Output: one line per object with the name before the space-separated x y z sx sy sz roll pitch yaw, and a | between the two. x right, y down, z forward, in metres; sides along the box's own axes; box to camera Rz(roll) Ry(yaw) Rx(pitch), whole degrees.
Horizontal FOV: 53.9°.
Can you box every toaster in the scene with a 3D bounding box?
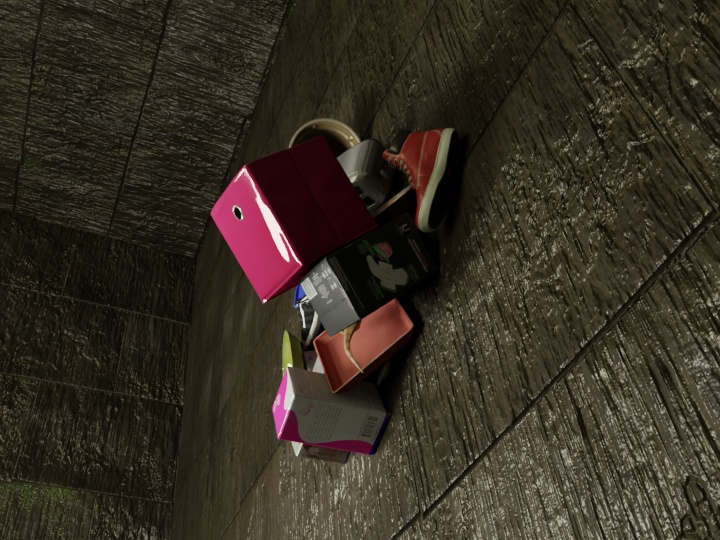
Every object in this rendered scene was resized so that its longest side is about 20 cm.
toaster | -0.013 -0.190 1.578 0.198 0.113 0.131 -27 35 34

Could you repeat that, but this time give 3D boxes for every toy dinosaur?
toy dinosaur | -0.020 0.106 1.371 0.105 0.061 0.202 -15 38 38

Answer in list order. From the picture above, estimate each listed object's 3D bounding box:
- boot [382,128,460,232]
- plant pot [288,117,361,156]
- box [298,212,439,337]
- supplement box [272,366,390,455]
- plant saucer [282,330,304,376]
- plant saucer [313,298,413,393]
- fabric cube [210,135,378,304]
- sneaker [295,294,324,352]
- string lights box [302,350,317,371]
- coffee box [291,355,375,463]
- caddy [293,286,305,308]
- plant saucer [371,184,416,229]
boot | 0.098 -0.169 1.319 0.142 0.072 0.204 5 72 29
plant pot | -0.100 -0.277 1.858 0.183 0.197 0.205 170 113 -79
box | 0.014 0.009 1.303 0.126 0.198 0.148 59 150 3
supplement box | -0.058 0.269 1.358 0.103 0.197 0.104 -67 23 19
plant saucer | -0.149 0.236 1.583 0.200 0.030 0.205 178 90 -78
plant saucer | 0.009 0.135 1.394 0.199 0.037 0.200 -41 28 5
fabric cube | -0.126 -0.093 1.316 0.202 0.198 0.196 59 142 4
sneaker | -0.108 0.092 1.580 0.071 0.082 0.203 -25 -41 -57
string lights box | -0.098 0.291 1.566 0.103 0.058 0.204 -124 34 -63
coffee box | -0.060 0.287 1.471 0.080 0.112 0.203 -129 55 -64
caddy | -0.081 0.047 1.687 0.142 0.104 0.201 -52 15 18
plant saucer | 0.051 -0.113 1.422 0.199 0.032 0.200 -37 5 4
